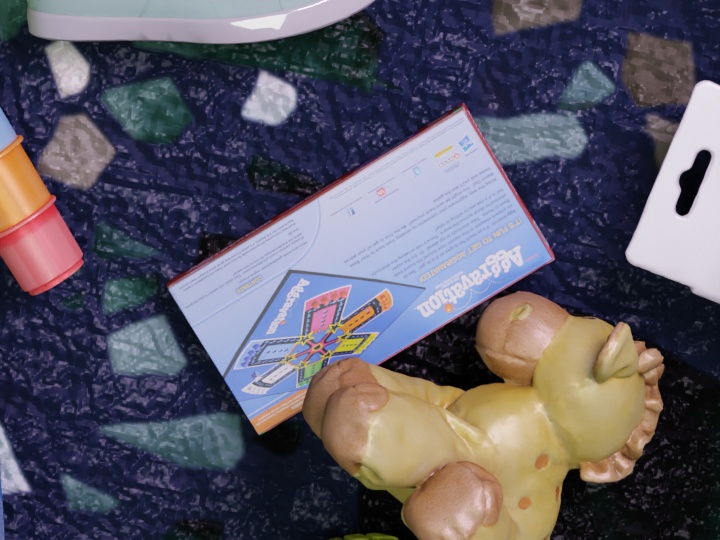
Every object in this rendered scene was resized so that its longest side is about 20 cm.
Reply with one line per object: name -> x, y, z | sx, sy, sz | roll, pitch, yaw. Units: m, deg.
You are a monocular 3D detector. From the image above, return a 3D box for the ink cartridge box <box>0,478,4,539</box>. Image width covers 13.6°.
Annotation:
ink cartridge box -> -0.282, 0.134, 1.659 | 0.144, 0.200, 0.148 | -2, 103, 2

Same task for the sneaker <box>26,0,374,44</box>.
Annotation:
sneaker -> -0.089, -0.189, 1.647 | 0.199, 0.074, 0.119 | -1, 108, 4

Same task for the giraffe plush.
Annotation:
giraffe plush -> 0.088, 0.084, 1.670 | 0.200, 0.173, 0.162 | 42, 91, -13

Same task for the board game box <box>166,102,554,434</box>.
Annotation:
board game box -> 0.000, 0.000, 1.716 | 0.199, 0.019, 0.103 | -31, 98, 7

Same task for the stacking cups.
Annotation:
stacking cups -> -0.225, -0.077, 1.685 | 0.060, 0.061, 0.201 | -27, 100, 7

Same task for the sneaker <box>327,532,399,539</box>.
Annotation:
sneaker -> -0.042, 0.220, 1.740 | 0.200, 0.074, 0.084 | -35, 97, 18

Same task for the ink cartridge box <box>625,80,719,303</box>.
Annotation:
ink cartridge box -> 0.256, -0.026, 1.678 | 0.199, 0.068, 0.117 | 22, 102, -4
